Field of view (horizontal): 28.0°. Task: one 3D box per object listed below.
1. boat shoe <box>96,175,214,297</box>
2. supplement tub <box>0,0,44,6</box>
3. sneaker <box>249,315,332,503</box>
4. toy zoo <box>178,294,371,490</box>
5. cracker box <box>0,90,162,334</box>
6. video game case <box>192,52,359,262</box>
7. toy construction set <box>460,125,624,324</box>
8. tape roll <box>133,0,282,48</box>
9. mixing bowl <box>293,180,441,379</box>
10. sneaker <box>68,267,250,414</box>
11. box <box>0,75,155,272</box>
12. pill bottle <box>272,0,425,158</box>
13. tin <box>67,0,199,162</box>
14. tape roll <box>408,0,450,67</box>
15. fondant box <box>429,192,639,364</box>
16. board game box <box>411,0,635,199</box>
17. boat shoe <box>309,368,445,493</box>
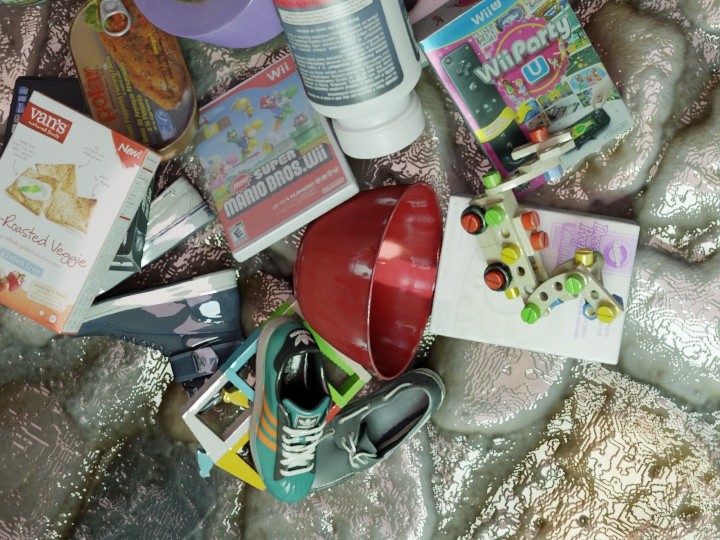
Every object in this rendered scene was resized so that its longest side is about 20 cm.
[{"bbox_3d":[-0.259,-0.036,1.536,0.201,0.075,0.087,-34,91,5],"label":"boat shoe"},{"bbox_3d":[-0.372,-0.346,1.454,0.143,0.200,0.147,1,96,7],"label":"supplement tub"},{"bbox_3d":[-0.069,0.153,1.472,0.071,0.080,0.203,-9,109,-22],"label":"sneaker"},{"bbox_3d":[-0.099,0.140,1.515,0.200,0.020,0.131,-46,117,-2],"label":"toy zoo"},{"bbox_3d":[-0.300,-0.056,1.421,0.133,0.058,0.202,26,89,8],"label":"cracker box"},{"bbox_3d":[-0.094,-0.120,1.477,0.142,0.017,0.201,-30,53,9],"label":"video game case"},{"bbox_3d":[0.176,-0.036,1.414,0.130,0.092,0.203,-14,91,37],"label":"toy construction set"},{"bbox_3d":[-0.140,-0.329,1.449,0.198,0.085,0.203,-1,88,33],"label":"tape roll"},{"bbox_3d":[0.000,0.000,1.462,0.107,0.200,0.203,12,97,20],"label":"mixing bowl"},{"bbox_3d":[-0.215,0.088,1.543,0.200,0.077,0.148,-11,95,10],"label":"sneaker"},{"bbox_3d":[-0.295,-0.102,1.506,0.158,0.044,0.203,4,68,7],"label":"box"},{"bbox_3d":[-0.007,-0.215,1.384,0.118,0.120,0.202,-15,123,8],"label":"pill bottle"},{"bbox_3d":[-0.235,-0.200,1.496,0.111,0.042,0.202,-18,68,-7],"label":"tin"},{"bbox_3d":[0.019,-0.300,1.482,0.197,0.066,0.203,1,96,6],"label":"tape roll"},{"bbox_3d":[0.179,0.006,1.498,0.197,0.058,0.146,9,96,4],"label":"fondant box"},{"bbox_3d":[0.161,-0.194,1.442,0.147,0.064,0.201,-32,114,7],"label":"board game box"},{"bbox_3d":[0.002,0.173,1.532,0.199,0.062,0.073,-35,93,9],"label":"boat shoe"}]
